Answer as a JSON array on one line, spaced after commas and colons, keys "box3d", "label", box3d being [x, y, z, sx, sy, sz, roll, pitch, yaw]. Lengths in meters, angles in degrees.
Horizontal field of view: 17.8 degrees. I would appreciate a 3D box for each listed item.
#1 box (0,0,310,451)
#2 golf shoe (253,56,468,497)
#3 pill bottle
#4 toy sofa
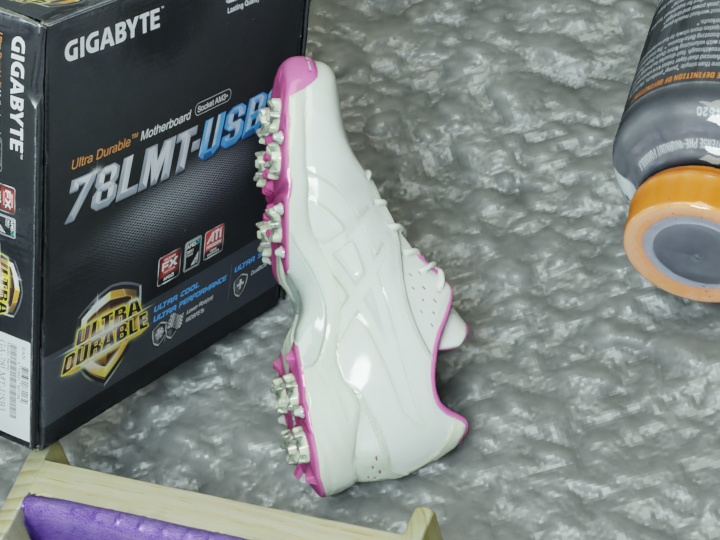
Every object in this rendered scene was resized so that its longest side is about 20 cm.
[{"box3d": [-0.099, -0.047, 1.037, 0.050, 0.199, 0.200, 21, 29, 26], "label": "box"}, {"box3d": [0.000, 0.000, 1.056, 0.091, 0.201, 0.075, -7, 6, -9], "label": "golf shoe"}, {"box3d": [0.182, -0.082, 1.105, 0.106, 0.106, 0.201, 8, 53, 19], "label": "pill bottle"}, {"box3d": [-0.064, 0.145, 0.988, 0.199, 0.083, 0.098, 10, 52, 20], "label": "toy sofa"}]
